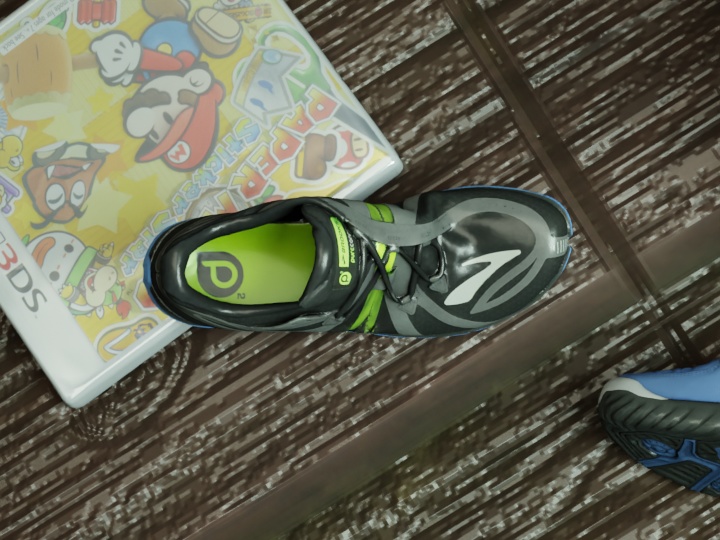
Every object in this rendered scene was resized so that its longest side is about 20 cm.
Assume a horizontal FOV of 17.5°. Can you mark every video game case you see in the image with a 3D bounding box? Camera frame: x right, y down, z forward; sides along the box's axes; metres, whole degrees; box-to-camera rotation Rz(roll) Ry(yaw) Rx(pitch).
[{"bbox_3d":[-0.111,-0.063,1.142,0.200,0.023,0.182,-36,76,1],"label":"video game case"}]

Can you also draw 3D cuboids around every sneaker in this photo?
[{"bbox_3d":[0.207,0.058,1.047,0.200,0.076,0.077,1,62,13],"label":"sneaker"},{"bbox_3d":[0.000,0.000,1.072,0.200,0.083,0.071,-4,92,-3],"label":"sneaker"}]
